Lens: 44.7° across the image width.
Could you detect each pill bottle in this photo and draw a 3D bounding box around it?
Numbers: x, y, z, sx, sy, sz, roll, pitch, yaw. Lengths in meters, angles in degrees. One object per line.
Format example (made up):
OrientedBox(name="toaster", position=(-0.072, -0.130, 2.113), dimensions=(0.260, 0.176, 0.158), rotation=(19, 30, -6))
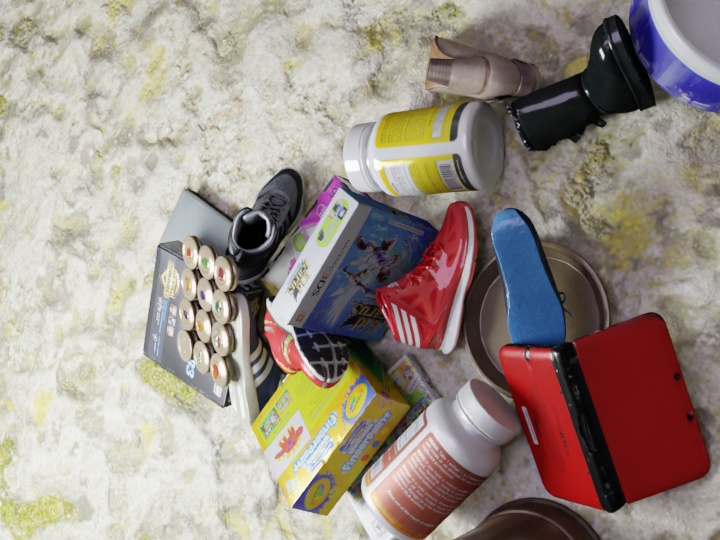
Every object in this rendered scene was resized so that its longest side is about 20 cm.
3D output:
OrientedBox(name="pill bottle", position=(0.082, -0.160, 1.179), dimensions=(0.198, 0.114, 0.116), rotation=(0, 83, 34))
OrientedBox(name="pill bottle", position=(0.101, 0.233, 1.084), dimensions=(0.200, 0.112, 0.113), rotation=(-49, 61, 19))

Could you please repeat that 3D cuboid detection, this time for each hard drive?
OrientedBox(name="hard drive", position=(-0.250, -0.027, 1.434), dimensions=(0.199, 0.033, 0.141), rotation=(34, 102, 32))

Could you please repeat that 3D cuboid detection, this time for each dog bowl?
OrientedBox(name="dog bowl", position=(0.395, -0.275, 0.939), dimensions=(0.197, 0.079, 0.203), rotation=(2, 73, -6))

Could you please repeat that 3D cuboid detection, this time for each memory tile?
OrientedBox(name="memory tile", position=(-0.228, 0.059, 1.287), dimensions=(0.153, 0.017, 0.203), rotation=(28, 119, 47))

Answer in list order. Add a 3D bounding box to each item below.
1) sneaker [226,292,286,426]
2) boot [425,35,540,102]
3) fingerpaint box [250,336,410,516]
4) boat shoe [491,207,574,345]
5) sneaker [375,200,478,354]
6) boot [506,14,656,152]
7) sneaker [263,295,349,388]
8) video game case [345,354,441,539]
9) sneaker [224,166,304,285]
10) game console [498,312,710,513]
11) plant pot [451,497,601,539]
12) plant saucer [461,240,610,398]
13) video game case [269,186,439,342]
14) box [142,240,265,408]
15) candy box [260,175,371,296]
OrientedBox(name="sneaker", position=(-0.153, 0.124, 1.293), dimensions=(0.075, 0.084, 0.203), rotation=(19, 118, 50))
OrientedBox(name="boot", position=(0.160, -0.260, 1.152), dimensions=(0.144, 0.200, 0.071), rotation=(8, 112, 1))
OrientedBox(name="fingerpaint box", position=(-0.046, 0.203, 1.210), dimensions=(0.201, 0.073, 0.167), rotation=(-55, 40, 13))
OrientedBox(name="boat shoe", position=(0.212, 0.020, 1.055), dimensions=(0.083, 0.069, 0.203), rotation=(-6, 102, 19))
OrientedBox(name="sneaker", position=(0.083, 0.003, 1.146), dimensions=(0.078, 0.114, 0.203), rotation=(169, 109, -78))
OrientedBox(name="boot", position=(0.250, -0.210, 1.027), dimensions=(0.161, 0.198, 0.074), rotation=(-17, 72, 24))
OrientedBox(name="sneaker", position=(-0.078, 0.111, 1.198), dimensions=(0.200, 0.076, 0.086), rotation=(46, 125, 53))
OrientedBox(name="video game case", position=(0.048, 0.249, 1.201), dimensions=(0.200, 0.023, 0.183), rotation=(-46, 61, 22))
OrientedBox(name="sneaker", position=(-0.135, -0.078, 1.285), dimensions=(0.075, 0.114, 0.202), rotation=(28, 70, -1))
OrientedBox(name="game console", position=(0.277, 0.160, 1.017), dimensions=(0.172, 0.118, 0.202), rotation=(-6, 106, 62))
OrientedBox(name="plant pot", position=(0.167, 0.371, 0.997), dimensions=(0.198, 0.197, 0.203), rotation=(-5, 80, 32))
OrientedBox(name="plant saucer", position=(0.221, 0.064, 1.105), dimensions=(0.198, 0.029, 0.203), rotation=(-5, 81, 34))
OrientedBox(name="video game case", position=(0.000, 0.000, 1.158), dimensions=(0.045, 0.199, 0.182), rotation=(42, 106, 36))
OrientedBox(name="box", position=(-0.252, 0.082, 1.378), dimensions=(0.197, 0.049, 0.202), rotation=(28, 115, 31))
OrientedBox(name="candy box", position=(-0.041, -0.016, 1.274), dimensions=(0.136, 0.061, 0.201), rotation=(46, 109, 29))
